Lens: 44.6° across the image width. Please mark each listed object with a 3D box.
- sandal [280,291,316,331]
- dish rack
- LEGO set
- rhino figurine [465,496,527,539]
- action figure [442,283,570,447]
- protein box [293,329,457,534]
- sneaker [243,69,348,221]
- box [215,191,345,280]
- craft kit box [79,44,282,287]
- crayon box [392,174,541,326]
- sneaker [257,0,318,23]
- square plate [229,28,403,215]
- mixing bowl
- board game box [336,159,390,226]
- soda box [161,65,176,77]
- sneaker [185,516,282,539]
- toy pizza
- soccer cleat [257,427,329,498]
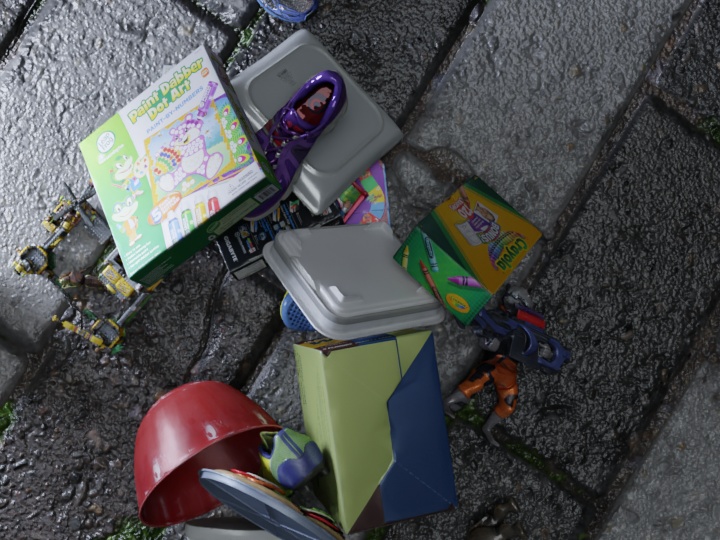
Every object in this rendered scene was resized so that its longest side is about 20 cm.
[{"bbox_3d":[-0.006,0.039,1.111,0.195,0.088,0.081,-12,117,0],"label":"sandal"},{"bbox_3d":[0.000,0.000,1.031,0.197,0.044,0.172,-7,46,-39],"label":"dish rack"},{"bbox_3d":[-0.338,0.000,1.088,0.153,0.116,0.201,-38,90,-3],"label":"LEGO set"},{"bbox_3d":[0.207,0.401,1.131,0.086,0.060,0.203,-29,91,17],"label":"rhino figurine"},{"bbox_3d":[0.159,0.102,1.119,0.198,0.104,0.196,32,82,-25],"label":"action figure"},{"bbox_3d":[0.011,0.178,1.049,0.132,0.200,0.204,-8,90,-13],"label":"protein box"},{"bbox_3d":[-0.089,-0.151,1.002,0.080,0.083,0.202,35,87,-1],"label":"sneaker"},{"bbox_3d":[-0.130,-0.113,1.113,0.157,0.046,0.203,-26,75,-2],"label":"box"},{"bbox_3d":[-0.209,-0.120,0.996,0.198,0.048,0.200,-34,62,13],"label":"craft kit box"},{"bbox_3d":[0.135,-0.030,1.069,0.118,0.200,0.059,42,126,6],"label":"crayon box"},{"bbox_3d":[-0.126,-0.404,1.127,0.075,0.078,0.201,-40,90,-2],"label":"sneaker"},{"bbox_3d":[-0.060,-0.197,1.099,0.198,0.028,0.200,47,53,-2],"label":"square plate"},{"bbox_3d":[-0.198,0.207,1.070,0.198,0.201,0.109,-34,65,-3],"label":"mixing bowl"},{"bbox_3d":[-0.037,-0.073,1.141,0.154,0.039,0.205,-5,90,-3],"label":"board game box"},{"bbox_3d":[-0.214,-0.143,1.072,0.066,0.064,0.205,4,78,8],"label":"soda box"},{"bbox_3d":[-0.129,0.377,1.103,0.195,0.074,0.118,10,87,-12],"label":"sneaker"},{"bbox_3d":[-0.094,0.269,0.992,0.198,0.201,0.032,31,66,-1],"label":"toy pizza"},{"bbox_3d":[-0.092,0.223,1.036,0.064,0.200,0.084,-38,88,-25],"label":"soccer cleat"}]
